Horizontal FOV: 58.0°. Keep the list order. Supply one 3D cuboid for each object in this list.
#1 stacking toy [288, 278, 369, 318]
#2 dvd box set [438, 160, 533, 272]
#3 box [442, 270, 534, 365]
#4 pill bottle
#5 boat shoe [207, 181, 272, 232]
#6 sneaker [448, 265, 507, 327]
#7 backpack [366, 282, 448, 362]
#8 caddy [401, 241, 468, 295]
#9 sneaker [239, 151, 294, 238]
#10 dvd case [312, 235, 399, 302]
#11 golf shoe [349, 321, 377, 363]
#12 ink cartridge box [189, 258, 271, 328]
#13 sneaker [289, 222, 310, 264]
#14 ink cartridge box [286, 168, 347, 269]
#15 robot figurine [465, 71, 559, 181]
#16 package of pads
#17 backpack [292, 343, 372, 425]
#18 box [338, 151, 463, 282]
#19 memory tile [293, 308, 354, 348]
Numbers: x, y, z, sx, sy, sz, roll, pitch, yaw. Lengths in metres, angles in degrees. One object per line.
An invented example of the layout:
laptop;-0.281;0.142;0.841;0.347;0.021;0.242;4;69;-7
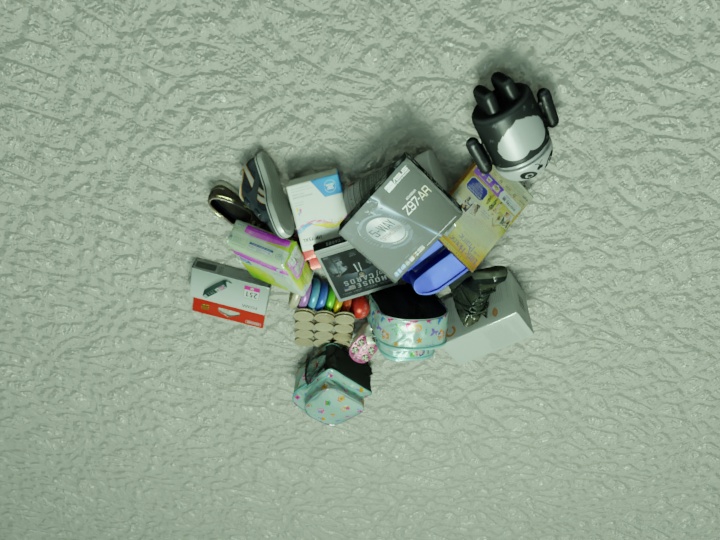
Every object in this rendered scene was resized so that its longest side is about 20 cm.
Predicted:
stacking toy;-0.071;0.071;1.560;0.194;0.087;0.087;17;129;-13
dvd box set;0.240;-0.121;1.326;0.145;0.029;0.201;39;92;-16
box;0.284;0.112;1.502;0.196;0.127;0.097;-26;130;26
pill bottle;0.073;-0.159;1.332;0.196;0.115;0.115;-23;122;22
boat shoe;-0.252;-0.115;1.444;0.198;0.060;0.072;38;124;-20
sneaker;0.259;0.054;1.391;0.074;0.118;0.199;-9;173;-25
backpack;0.106;0.117;1.452;0.172;0.200;0.156;-2;103;-13
caddy;0.161;-0.044;1.416;0.198;0.105;0.143;-35;104;13
sneaker;-0.197;-0.141;1.340;0.078;0.205;0.078;-29;152;18
dvd case;-0.005;-0.011;1.396;0.146;0.025;0.202;-16;143;6
golf shoe;0.045;0.134;1.598;0.199;0.092;0.075;-42;104;8
ink cartridge box;-0.326;0.072;1.611;0.194;0.044;0.177;14;127;-4
sneaker;-0.134;-0.104;1.444;0.081;0.071;0.201;-34;121;10
ink cartridge box;-0.078;-0.099;1.381;0.112;0.067;0.206;-13;108;1
robot figurine;0.284;-0.264;1.215;0.147;0.126;0.202;-9;128;37
package of pads;-0.189;-0.023;1.421;0.151;0.070;0.201;21;164;15
backpack;-0.081;0.309;1.695;0.174;0.157;0.198;31;136;-30
box;0.077;-0.100;1.265;0.159;0.044;0.200;40;109;-16
memory tile;-0.090;0.145;1.601;0.148;0.017;0.202;4;149;-3
